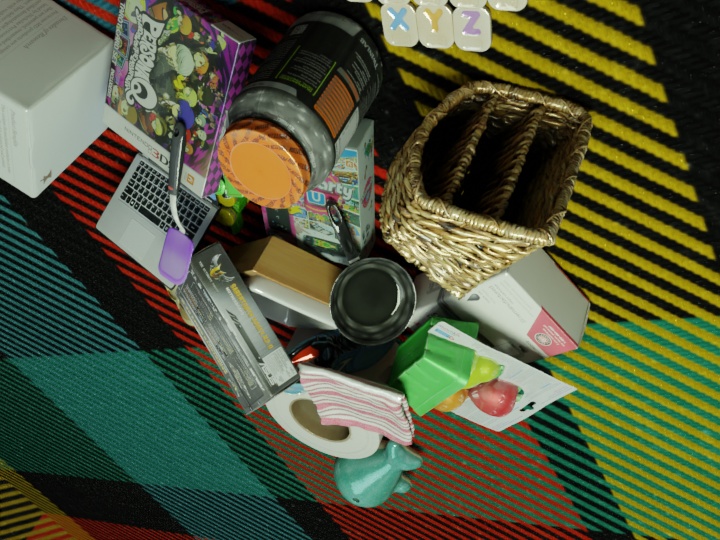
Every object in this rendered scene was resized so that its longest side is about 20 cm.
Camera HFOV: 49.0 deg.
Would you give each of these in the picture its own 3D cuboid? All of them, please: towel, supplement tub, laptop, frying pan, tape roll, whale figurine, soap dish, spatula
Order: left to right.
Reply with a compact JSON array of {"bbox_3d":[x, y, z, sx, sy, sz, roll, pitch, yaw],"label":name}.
[{"bbox_3d":[-0.287,-0.117,1.046,0.186,0.203,0.116,32,-179,31],"label":"laptop"},{"bbox_3d":[-0.219,-0.078,0.940,0.056,0.020,0.204,29,125,34],"label":"spatula"},{"bbox_3d":[-0.108,0.019,1.092,0.155,0.083,0.199,25,166,-24],"label":"soap dish"},{"bbox_3d":[-0.062,-0.167,0.821,0.120,0.202,0.124,17,141,14],"label":"supplement tub"},{"bbox_3d":[-0.037,0.180,1.245,0.199,0.140,0.205,18,141,15],"label":"tape roll"},{"bbox_3d":[-0.011,0.014,0.998,0.190,0.031,0.115,43,97,-17],"label":"frying pan"},{"bbox_3d":[-0.003,0.183,1.052,0.143,0.030,0.201,13,156,15],"label":"towel"},{"bbox_3d":[0.028,0.368,1.442,0.158,0.105,0.199,40,141,-13],"label":"whale figurine"}]

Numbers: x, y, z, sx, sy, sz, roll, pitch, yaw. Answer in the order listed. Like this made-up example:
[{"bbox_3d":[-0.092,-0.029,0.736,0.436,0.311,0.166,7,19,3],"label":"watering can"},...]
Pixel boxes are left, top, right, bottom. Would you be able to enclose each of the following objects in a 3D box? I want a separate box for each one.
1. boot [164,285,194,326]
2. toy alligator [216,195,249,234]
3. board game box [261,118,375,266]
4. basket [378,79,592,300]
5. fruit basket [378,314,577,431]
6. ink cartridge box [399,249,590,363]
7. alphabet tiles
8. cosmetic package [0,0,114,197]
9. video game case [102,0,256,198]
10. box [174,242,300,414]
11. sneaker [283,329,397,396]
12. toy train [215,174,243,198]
[{"bbox_3d":[-0.280,-0.012,1.183,0.157,0.072,0.200,59,173,-29],"label":"boot"},{"bbox_3d":[-0.178,-0.126,1.055,0.053,0.060,0.202,22,141,7],"label":"toy alligator"},{"bbox_3d":[-0.056,-0.107,0.998,0.144,0.065,0.203,15,140,16],"label":"board game box"},{"bbox_3d":[0.119,-0.104,0.781,0.142,0.202,0.149,38,144,-11],"label":"basket"},{"bbox_3d":[0.144,0.137,1.010,0.196,0.095,0.186,20,146,-15],"label":"fruit basket"},{"bbox_3d":[0.169,0.051,1.016,0.146,0.084,0.199,42,140,-18],"label":"ink cartridge box"},{"bbox_3d":[0.063,-0.298,0.749,0.196,0.015,0.198,11,138,22],"label":"alphabet tiles"},{"bbox_3d":[-0.444,-0.241,0.999,0.198,0.168,0.168,32,143,1],"label":"cosmetic package"},{"bbox_3d":[-0.217,-0.217,0.916,0.180,0.036,0.203,36,126,17],"label":"video game case"},{"bbox_3d":[-0.166,0.082,1.035,0.202,0.048,0.158,58,155,5],"label":"box"},{"bbox_3d":[-0.033,0.115,1.088,0.079,0.197,0.090,60,179,9],"label":"sneaker"},{"bbox_3d":[-0.163,-0.184,0.949,0.055,0.042,0.205,6,115,24],"label":"toy train"}]
